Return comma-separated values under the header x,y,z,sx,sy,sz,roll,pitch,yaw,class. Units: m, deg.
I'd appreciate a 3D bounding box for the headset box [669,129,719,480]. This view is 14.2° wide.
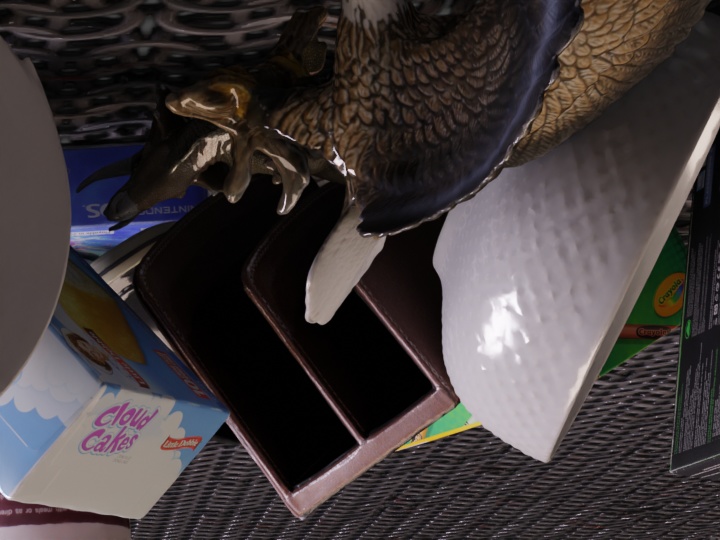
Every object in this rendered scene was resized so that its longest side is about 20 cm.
x,y,z,sx,sy,sz,roll,pitch,yaw,class
0.265,0.023,1.412,0.199,0.175,0.093,8,169,-10,headset box

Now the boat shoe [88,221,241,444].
x,y,z,sx,sy,sz,roll,pitch,yaw,class
-0.081,0.033,1.401,0.074,0.062,0.200,-33,155,-1,boat shoe

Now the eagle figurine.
x,y,z,sx,sy,sz,roll,pitch,yaw,class
0.033,-0.074,1.069,0.199,0.152,0.151,-5,149,29,eagle figurine

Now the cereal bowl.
x,y,z,sx,sy,sz,roll,pitch,yaw,class
0.088,-0.026,1.214,0.083,0.201,0.200,27,171,7,cereal bowl

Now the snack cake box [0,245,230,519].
x,y,z,sx,sy,sz,roll,pitch,yaw,class
-0.163,0.015,1.251,0.067,0.200,0.115,-49,156,8,snack cake box

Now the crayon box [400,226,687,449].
x,y,z,sx,sy,sz,roll,pitch,yaw,class
0.096,0.039,1.679,0.119,0.058,0.200,-31,-176,-33,crayon box

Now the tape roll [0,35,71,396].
x,y,z,sx,sy,sz,roll,pitch,yaw,class
-0.222,-0.010,1.085,0.202,0.204,0.139,0,167,-22,tape roll

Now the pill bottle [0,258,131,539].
x,y,z,sx,sy,sz,roll,pitch,yaw,class
-0.168,0.100,1.410,0.109,0.201,0.110,-4,168,-1,pill bottle

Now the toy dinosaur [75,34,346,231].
x,y,z,sx,sy,sz,roll,pitch,yaw,class
-0.017,-0.064,1.272,0.199,0.077,0.102,-6,-177,-25,toy dinosaur

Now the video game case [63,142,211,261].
x,y,z,sx,sy,sz,roll,pitch,yaw,class
-0.178,-0.018,1.450,0.199,0.046,0.181,-3,169,-6,video game case

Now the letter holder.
x,y,z,sx,sy,sz,roll,pitch,yaw,class
0.000,0.000,1.343,0.100,0.142,0.200,-37,-179,27,letter holder
